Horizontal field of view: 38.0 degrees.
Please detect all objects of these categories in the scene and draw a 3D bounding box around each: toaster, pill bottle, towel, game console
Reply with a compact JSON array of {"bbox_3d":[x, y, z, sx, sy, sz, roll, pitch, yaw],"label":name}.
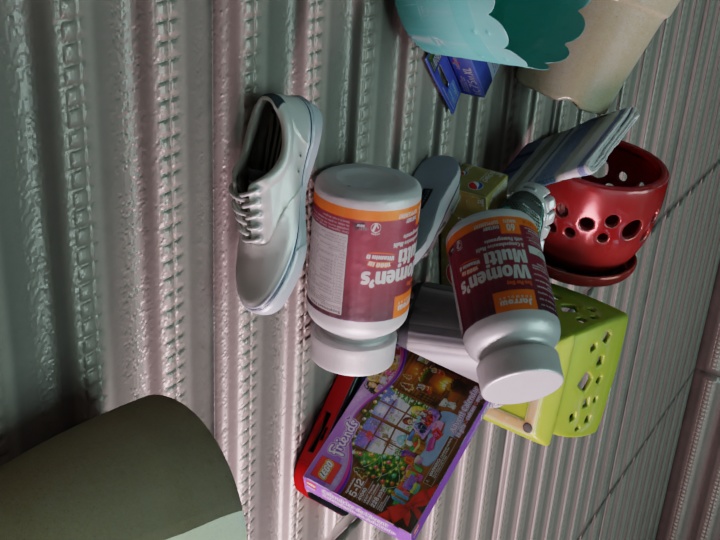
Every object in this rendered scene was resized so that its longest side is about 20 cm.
[{"bbox_3d":[0.127,0.093,1.329,0.200,0.129,0.114,73,29,-47],"label":"toaster"},{"bbox_3d":[0.000,0.000,1.076,0.109,0.109,0.201,-29,131,-52],"label":"pill bottle"},{"bbox_3d":[0.266,-0.151,1.402,0.024,0.200,0.147,53,55,-16],"label":"towel"},{"bbox_3d":[0.165,0.041,1.185,0.110,0.109,0.201,53,25,-58],"label":"pill bottle"},{"bbox_3d":[-0.005,0.192,1.269,0.201,0.031,0.177,-64,151,-13],"label":"game console"}]

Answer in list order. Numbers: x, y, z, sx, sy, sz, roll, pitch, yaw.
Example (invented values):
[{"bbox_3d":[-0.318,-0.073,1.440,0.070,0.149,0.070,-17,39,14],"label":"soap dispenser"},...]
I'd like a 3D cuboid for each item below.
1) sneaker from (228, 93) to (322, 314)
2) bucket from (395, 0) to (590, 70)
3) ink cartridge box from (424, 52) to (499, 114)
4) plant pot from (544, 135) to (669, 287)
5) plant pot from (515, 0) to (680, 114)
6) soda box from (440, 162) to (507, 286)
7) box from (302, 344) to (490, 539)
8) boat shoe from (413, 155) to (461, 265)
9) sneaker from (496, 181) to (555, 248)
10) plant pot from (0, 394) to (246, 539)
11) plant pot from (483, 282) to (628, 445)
[{"bbox_3d":[-0.089,-0.061,0.934,0.071,0.073,0.201,7,91,-53],"label":"sneaker"},{"bbox_3d":[0.137,-0.310,1.075,0.207,0.134,0.208,-18,114,-47],"label":"bucket"},{"bbox_3d":[0.146,-0.296,1.243,0.201,0.042,0.119,-62,151,-15],"label":"ink cartridge box"},{"bbox_3d":[0.344,-0.086,1.561,0.200,0.200,0.183,-35,138,-49],"label":"plant pot"},{"bbox_3d":[0.300,-0.314,1.378,0.200,0.200,0.184,-13,129,-59],"label":"plant pot"},{"bbox_3d":[0.148,-0.035,1.370,0.064,0.068,0.201,-44,142,-42],"label":"soda box"},{"bbox_3d":[0.045,0.190,1.177,0.200,0.136,0.039,-56,159,-30],"label":"box"},{"bbox_3d":[0.065,-0.046,1.218,0.200,0.071,0.070,-60,148,-35],"label":"boat shoe"},{"bbox_3d":[0.194,-0.009,1.328,0.091,0.077,0.201,-24,118,-51],"label":"sneaker"},{"bbox_3d":[-0.217,0.202,0.757,0.199,0.187,0.188,-9,115,-44],"label":"plant pot"},{"bbox_3d":[0.248,0.134,1.532,0.181,0.198,0.201,-11,117,-52],"label":"plant pot"}]
